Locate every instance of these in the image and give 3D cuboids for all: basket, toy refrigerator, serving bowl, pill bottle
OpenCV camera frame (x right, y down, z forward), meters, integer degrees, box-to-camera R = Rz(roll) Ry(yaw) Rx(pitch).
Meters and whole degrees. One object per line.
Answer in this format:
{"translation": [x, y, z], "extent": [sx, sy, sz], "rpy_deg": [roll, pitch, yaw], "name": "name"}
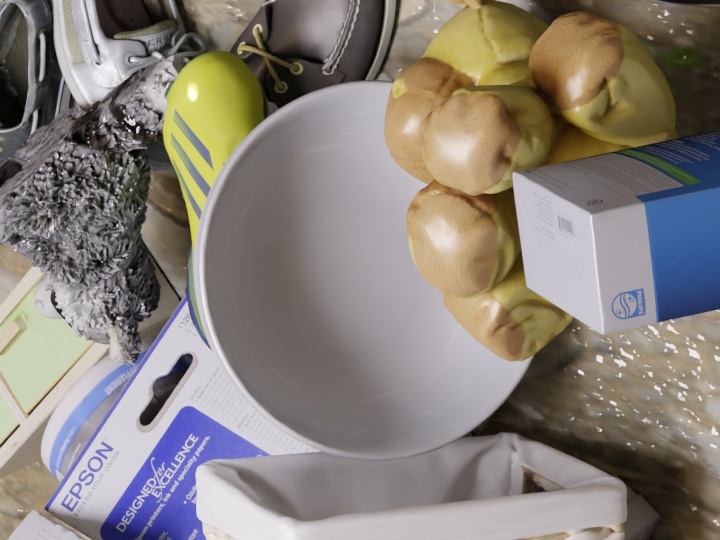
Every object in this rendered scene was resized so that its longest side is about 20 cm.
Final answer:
{"translation": [0.025, 0.165, 1.402], "extent": [0.135, 0.199, 0.124], "rpy_deg": [-159, 68, -64], "name": "basket"}
{"translation": [-0.202, 0.055, 1.721], "extent": [0.076, 0.070, 0.200], "rpy_deg": [56, 136, 10], "name": "toy refrigerator"}
{"translation": [0.000, 0.000, 1.434], "extent": [0.066, 0.200, 0.201], "rpy_deg": [-3, 107, 71], "name": "serving bowl"}
{"translation": [-0.092, 0.144, 1.621], "extent": [0.200, 0.114, 0.114], "rpy_deg": [44, 132, 21], "name": "pill bottle"}

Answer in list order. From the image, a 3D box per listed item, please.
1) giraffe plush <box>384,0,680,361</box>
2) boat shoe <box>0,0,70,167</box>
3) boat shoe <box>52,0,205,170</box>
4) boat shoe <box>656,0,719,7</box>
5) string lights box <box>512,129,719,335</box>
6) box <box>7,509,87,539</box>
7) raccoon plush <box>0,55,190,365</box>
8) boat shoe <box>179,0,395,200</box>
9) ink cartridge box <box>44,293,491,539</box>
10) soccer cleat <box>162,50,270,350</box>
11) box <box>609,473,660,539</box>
{"translation": [0.079, -0.077, 1.334], "extent": [0.162, 0.199, 0.173], "rpy_deg": [42, 138, 42], "name": "giraffe plush"}
{"translation": [-0.223, -0.107, 1.671], "extent": [0.072, 0.071, 0.200], "rpy_deg": [40, 131, 25], "name": "boat shoe"}
{"translation": [-0.140, -0.159, 1.571], "extent": [0.065, 0.074, 0.203], "rpy_deg": [-20, 86, 50], "name": "boat shoe"}
{"translation": [0.117, -0.163, 1.291], "extent": [0.199, 0.066, 0.070], "rpy_deg": [17, 123, 15], "name": "boat shoe"}
{"translation": [0.181, -0.029, 1.210], "extent": [0.103, 0.199, 0.059], "rpy_deg": [-141, 42, -70], "name": "string lights box"}
{"translation": [-0.130, 0.243, 1.540], "extent": [0.200, 0.101, 0.112], "rpy_deg": [42, 167, -25], "name": "box"}
{"translation": [-0.132, -0.024, 1.535], "extent": [0.134, 0.097, 0.200], "rpy_deg": [47, 142, -18], "name": "raccoon plush"}
{"translation": [-0.043, -0.108, 1.507], "extent": [0.072, 0.060, 0.201], "rpy_deg": [47, 133, 20], "name": "boat shoe"}
{"translation": [-0.053, 0.107, 1.534], "extent": [0.200, 0.047, 0.198], "rpy_deg": [29, 81, 35], "name": "ink cartridge box"}
{"translation": [-0.066, -0.030, 1.473], "extent": [0.084, 0.065, 0.201], "rpy_deg": [50, 152, 44], "name": "soccer cleat"}
{"translation": [0.108, 0.199, 1.506], "extent": [0.039, 0.041, 0.200], "rpy_deg": [43, 131, 23], "name": "box"}
